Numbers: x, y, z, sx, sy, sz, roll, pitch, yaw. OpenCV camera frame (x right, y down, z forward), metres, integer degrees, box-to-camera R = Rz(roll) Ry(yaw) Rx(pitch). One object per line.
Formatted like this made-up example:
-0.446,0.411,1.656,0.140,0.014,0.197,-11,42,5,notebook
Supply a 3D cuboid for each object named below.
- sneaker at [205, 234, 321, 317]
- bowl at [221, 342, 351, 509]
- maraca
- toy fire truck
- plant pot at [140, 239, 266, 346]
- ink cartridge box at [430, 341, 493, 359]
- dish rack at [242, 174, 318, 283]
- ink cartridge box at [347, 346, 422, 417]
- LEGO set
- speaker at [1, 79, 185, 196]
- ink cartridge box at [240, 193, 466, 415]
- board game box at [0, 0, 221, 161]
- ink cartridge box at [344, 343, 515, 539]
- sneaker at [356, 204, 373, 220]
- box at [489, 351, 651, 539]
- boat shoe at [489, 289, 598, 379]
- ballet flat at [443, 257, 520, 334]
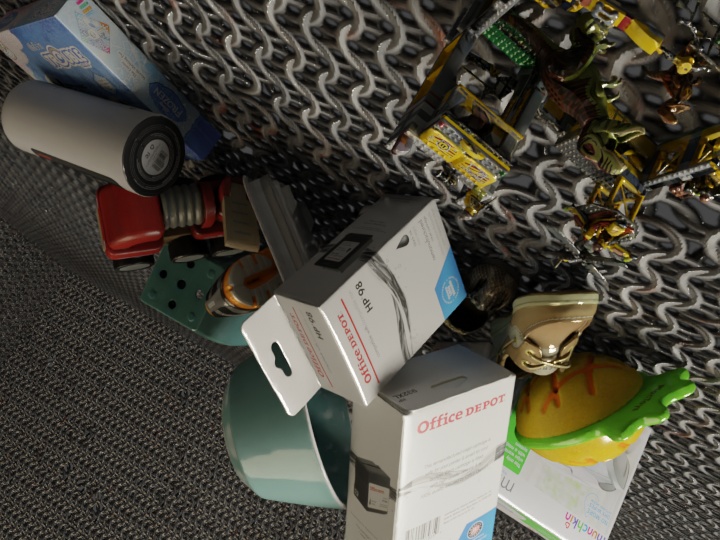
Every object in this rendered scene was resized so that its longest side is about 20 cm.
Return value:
-0.110,0.005,0.830,0.077,0.199,0.079,-29,85,35,sneaker
-0.079,0.164,0.733,0.104,0.203,0.201,-16,150,7,bowl
0.234,0.135,0.675,0.108,0.137,0.200,58,151,-2,maraca
-0.186,-0.057,0.739,0.174,0.130,0.200,-9,173,-24,toy fire truck
-0.204,0.019,0.944,0.140,0.143,0.200,27,-175,11,plant pot
0.117,0.198,0.915,0.082,0.201,0.146,37,162,-15,ink cartridge box
-0.057,-0.006,0.731,0.172,0.043,0.202,39,-153,-83,dish rack
-0.001,0.110,0.929,0.198,0.203,0.040,16,-159,42,ink cartridge box
0.108,-0.065,0.337,0.199,0.117,0.153,38,162,-22,LEGO set
-0.278,-0.140,0.703,0.198,0.082,0.081,20,160,28,speaker
0.002,0.035,0.611,0.066,0.200,0.117,12,136,45,ink cartridge box
-0.279,-0.201,0.741,0.199,0.044,0.199,12,153,45,board game box
0.066,0.191,0.676,0.144,0.203,0.083,-11,-156,-35,ink cartridge box
0.000,0.000,0.760,0.074,0.083,0.200,27,162,10,sneaker
0.221,0.215,0.823,0.199,0.178,0.096,37,162,-16,box
0.172,0.064,0.640,0.073,0.067,0.200,-1,165,-1,boat shoe
0.118,0.039,0.730,0.067,0.047,0.200,30,163,1,ballet flat
